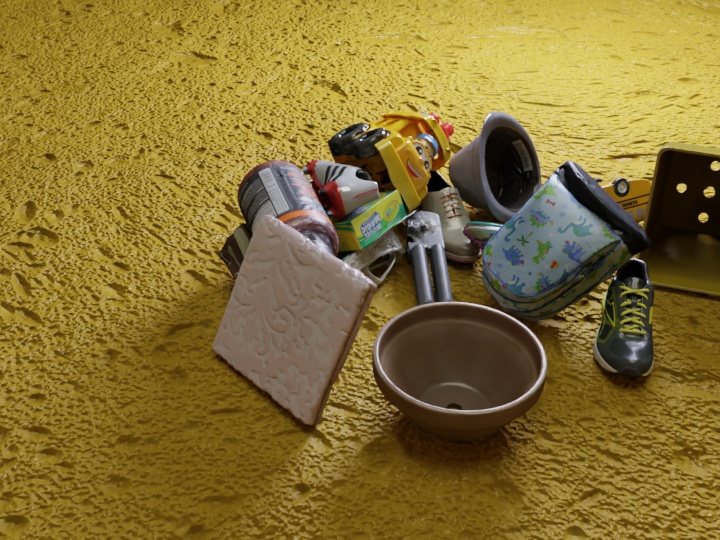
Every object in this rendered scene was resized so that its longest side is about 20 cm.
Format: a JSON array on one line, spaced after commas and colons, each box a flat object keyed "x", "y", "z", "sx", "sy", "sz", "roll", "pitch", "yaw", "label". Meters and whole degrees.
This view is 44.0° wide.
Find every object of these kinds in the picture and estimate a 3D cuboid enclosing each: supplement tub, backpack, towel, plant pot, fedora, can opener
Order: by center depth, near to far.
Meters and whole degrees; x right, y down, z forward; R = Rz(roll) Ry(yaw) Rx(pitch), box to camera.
[{"x": 0.112, "y": 0.131, "z": 1.040, "sx": 0.199, "sy": 0.093, "sz": 0.201, "roll": 2, "pitch": 35, "yaw": -1, "label": "plant pot"}, {"x": -0.084, "y": 0.057, "z": 1.071, "sx": 0.200, "sy": 0.192, "sz": 0.032, "roll": 32, "pitch": 16, "yaw": 37, "label": "towel"}, {"x": 0.254, "y": -0.026, "z": 1.189, "sx": 0.163, "sy": 0.200, "sz": 0.153, "roll": 52, "pitch": 23, "yaw": 20, "label": "backpack"}, {"x": -0.093, "y": -0.055, "z": 1.192, "sx": 0.106, "sy": 0.107, "sz": 0.200, "roll": -11, "pitch": 42, "yaw": -17, "label": "supplement tub"}, {"x": 0.096, "y": -0.006, "z": 1.283, "sx": 0.053, "sy": 0.067, "sz": 0.201, "roll": -1, "pitch": 48, "yaw": -4, "label": "can opener"}, {"x": 0.516, "y": -0.090, "z": 1.301, "sx": 0.199, "sy": 0.201, "sz": 0.176, "roll": 10, "pitch": 23, "yaw": 13, "label": "plant pot"}, {"x": 0.204, "y": -0.156, "z": 1.414, "sx": 0.090, "sy": 0.178, "sz": 0.199, "roll": -6, "pitch": -2, "yaw": 40, "label": "fedora"}]

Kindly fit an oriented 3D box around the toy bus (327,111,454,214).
[{"x": 0.072, "y": -0.184, "z": 1.382, "sx": 0.191, "sy": 0.136, "sz": 0.200, "roll": -33, "pitch": 21, "yaw": -15, "label": "toy bus"}]

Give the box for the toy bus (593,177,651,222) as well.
[{"x": 0.358, "y": -0.096, "z": 1.379, "sx": 0.199, "sy": 0.079, "sz": 0.065, "roll": -16, "pitch": 11, "yaw": -24, "label": "toy bus"}]

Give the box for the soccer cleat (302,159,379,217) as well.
[{"x": -0.030, "y": -0.123, "z": 1.290, "sx": 0.085, "sy": 0.069, "sz": 0.200, "roll": -15, "pitch": 19, "yaw": -10, "label": "soccer cleat"}]

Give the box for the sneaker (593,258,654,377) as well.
[{"x": 0.345, "y": 0.057, "z": 1.161, "sx": 0.074, "sy": 0.085, "sz": 0.200, "roll": 6, "pitch": 35, "yaw": 8, "label": "sneaker"}]

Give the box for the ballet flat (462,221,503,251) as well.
[{"x": 0.245, "y": -0.027, "z": 1.290, "sx": 0.199, "sy": 0.072, "sz": 0.069, "roll": 5, "pitch": -6, "yaw": -10, "label": "ballet flat"}]

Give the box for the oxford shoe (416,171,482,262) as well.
[{"x": 0.131, "y": -0.084, "z": 1.366, "sx": 0.070, "sy": 0.074, "sz": 0.200, "roll": -9, "pitch": 37, "yaw": -18, "label": "oxford shoe"}]

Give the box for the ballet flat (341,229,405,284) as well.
[{"x": 0.000, "y": 0.000, "z": 1.256, "sx": 0.071, "sy": 0.072, "sz": 0.200, "roll": 22, "pitch": 42, "yaw": 28, "label": "ballet flat"}]

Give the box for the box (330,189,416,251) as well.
[{"x": -0.025, "y": -0.067, "z": 1.292, "sx": 0.199, "sy": 0.049, "sz": 0.117, "roll": -2, "pitch": 25, "yaw": 42, "label": "box"}]

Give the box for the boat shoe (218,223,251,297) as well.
[{"x": -0.139, "y": 0.028, "z": 1.218, "sx": 0.075, "sy": 0.075, "sz": 0.203, "roll": -39, "pitch": 49, "yaw": 9, "label": "boat shoe"}]
